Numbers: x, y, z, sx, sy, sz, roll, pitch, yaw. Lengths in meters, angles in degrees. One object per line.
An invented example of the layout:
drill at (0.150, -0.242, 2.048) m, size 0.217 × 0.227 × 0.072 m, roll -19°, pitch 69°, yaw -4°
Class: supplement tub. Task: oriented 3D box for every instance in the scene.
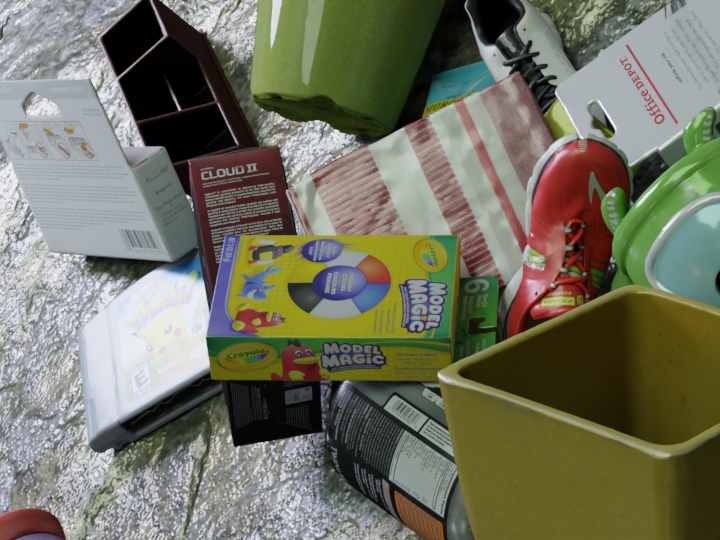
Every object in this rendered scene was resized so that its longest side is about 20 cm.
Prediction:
supplement tub at (0.076, 0.138, 1.630) m, size 0.200 × 0.122 × 0.123 m, roll 32°, pitch 87°, yaw 45°

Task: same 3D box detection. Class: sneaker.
sneaker at (0.148, -0.001, 1.635) m, size 0.085 × 0.077 × 0.200 m, roll -91°, pitch 11°, yaw -58°
sneaker at (0.135, -0.142, 1.781) m, size 0.074 × 0.080 × 0.200 m, roll -39°, pitch 53°, yaw 11°

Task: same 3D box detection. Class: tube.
tube at (0.068, -0.092, 1.829) m, size 0.077 × 0.050 × 0.200 m, roll -8°, pitch 44°, yaw 28°

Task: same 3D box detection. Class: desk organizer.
desk organizer at (-0.160, -0.150, 2.039) m, size 0.072 × 0.077 × 0.200 m, roll -40°, pitch 45°, yaw 14°

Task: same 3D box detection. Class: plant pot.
plant pot at (0.185, 0.148, 1.466) m, size 0.195 × 0.194 × 0.201 m, roll 18°, pitch 120°, yaw 44°
plant pot at (-0.010, -0.215, 1.898) m, size 0.200 × 0.200 × 0.191 m, roll 7°, pitch 82°, yaw 42°

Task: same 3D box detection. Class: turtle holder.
turtle holder at (0.239, -0.008, 1.574) m, size 0.185 × 0.141 × 0.132 m, roll -35°, pitch 63°, yaw 4°

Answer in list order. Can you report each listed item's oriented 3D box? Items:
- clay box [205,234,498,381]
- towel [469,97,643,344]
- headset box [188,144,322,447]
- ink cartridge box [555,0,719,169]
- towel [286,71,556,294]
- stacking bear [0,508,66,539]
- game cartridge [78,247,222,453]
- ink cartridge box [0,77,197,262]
clay box at (-0.003, 0.025, 1.647) m, size 0.199 × 0.048 × 0.115 m, roll -1°, pitch 40°, yaw 6°
towel at (0.123, -0.028, 1.734) m, size 0.086 × 0.018 × 0.200 m, roll 40°, pitch 101°, yaw 20°
headset box at (-0.082, 0.012, 1.794) m, size 0.077 × 0.149 × 0.200 m, roll -10°, pitch 62°, yaw -6°
ink cartridge box at (0.254, -0.139, 1.682) m, size 0.200 × 0.067 × 0.116 m, roll -35°, pitch 47°, yaw 11°
towel at (0.060, -0.042, 1.717) m, size 0.200 × 0.023 × 0.144 m, roll -25°, pitch 76°, yaw 6°
stacking bear at (-0.236, 0.292, 1.814) m, size 0.114 × 0.121 × 0.200 m, roll -51°, pitch 53°, yaw 12°
game cartridge at (-0.154, 0.055, 1.938) m, size 0.200 × 0.040 × 0.134 m, roll -31°, pitch 45°, yaw 22°
ink cartridge box at (-0.235, -0.094, 1.983) m, size 0.044 × 0.174 × 0.200 m, roll -35°, pitch 23°, yaw -32°
